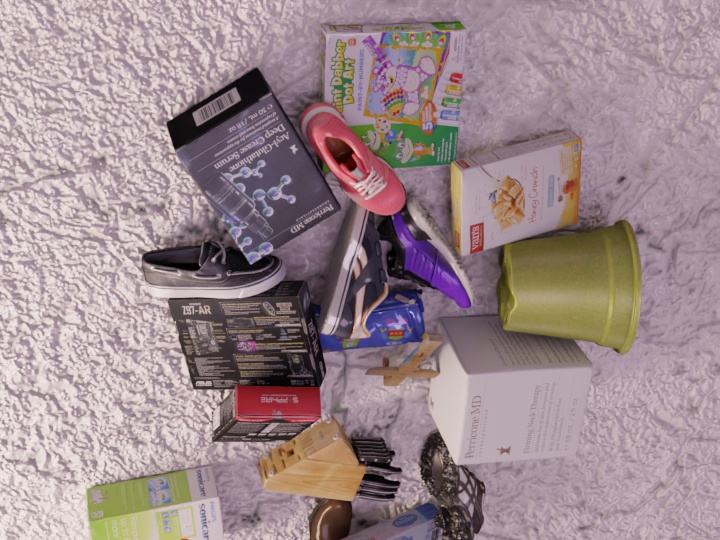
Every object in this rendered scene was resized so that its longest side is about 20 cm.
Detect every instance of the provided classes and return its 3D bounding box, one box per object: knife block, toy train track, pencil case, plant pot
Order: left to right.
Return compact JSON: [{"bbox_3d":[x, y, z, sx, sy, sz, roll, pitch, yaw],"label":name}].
[{"bbox_3d":[-0.040,0.327,1.918,0.199,0.064,0.176,-29,121,1],"label":"knife block"},{"bbox_3d":[0.003,0.075,1.785,0.199,0.078,0.087,-6,143,-13],"label":"pencil case"},{"bbox_3d":[0.076,0.127,1.812,0.114,0.033,0.200,4,156,-18],"label":"toy train track"},{"bbox_3d":[0.301,0.023,1.794,0.183,0.201,0.202,1,118,-2],"label":"plant pot"}]

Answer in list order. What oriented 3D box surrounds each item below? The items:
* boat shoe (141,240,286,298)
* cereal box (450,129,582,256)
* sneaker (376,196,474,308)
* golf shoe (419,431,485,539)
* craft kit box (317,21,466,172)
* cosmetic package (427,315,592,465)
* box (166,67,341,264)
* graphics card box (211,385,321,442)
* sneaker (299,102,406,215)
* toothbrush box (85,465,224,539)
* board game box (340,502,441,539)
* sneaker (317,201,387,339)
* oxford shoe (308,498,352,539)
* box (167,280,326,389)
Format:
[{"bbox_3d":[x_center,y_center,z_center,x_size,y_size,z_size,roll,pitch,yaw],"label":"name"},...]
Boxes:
[{"bbox_3d":[-0.204,-0.008,1.671,0.199,0.072,0.068,-2,131,6],"label":"boat shoe"},{"bbox_3d":[0.225,-0.112,1.751,0.199,0.040,0.145,-17,126,-18],"label":"cereal box"},{"bbox_3d":[0.089,-0.011,1.777,0.099,0.070,0.200,-31,117,10],"label":"sneaker"},{"bbox_3d":[0.157,0.350,1.991,0.094,0.077,0.201,-26,111,-48],"label":"golf shoe"},{"bbox_3d":[0.041,-0.237,1.652,0.196,0.049,0.201,-4,118,-11],"label":"craft kit box"},{"bbox_3d":[0.224,0.179,1.854,0.199,0.167,0.168,-3,118,-13],"label":"cosmetic package"},{"bbox_3d":[-0.143,-0.139,1.614,0.148,0.107,0.200,-31,122,2],"label":"box"},{"bbox_3d":[-0.141,0.212,1.765,0.125,0.051,0.200,2,161,-16],"label":"graphics card box"},{"bbox_3d":[-0.008,-0.133,1.620,0.074,0.087,0.200,-40,121,9],"label":"sneaker"},{"bbox_3d":[-0.314,0.400,1.867,0.199,0.086,0.146,-9,120,-13],"label":"toothbrush box"},{"bbox_3d":[0.040,0.505,2.006,0.198,0.043,0.201,-15,124,-38],"label":"board game box"},{"bbox_3d":[0.000,0.000,1.718,0.079,0.078,0.201,15,86,-15],"label":"sneaker"},{"bbox_3d":[-0.051,0.454,1.973,0.072,0.085,0.201,7,114,-17],"label":"oxford shoe"},{"bbox_3d":[-0.160,0.095,1.723,0.199,0.044,0.161,-3,121,16],"label":"box"}]
